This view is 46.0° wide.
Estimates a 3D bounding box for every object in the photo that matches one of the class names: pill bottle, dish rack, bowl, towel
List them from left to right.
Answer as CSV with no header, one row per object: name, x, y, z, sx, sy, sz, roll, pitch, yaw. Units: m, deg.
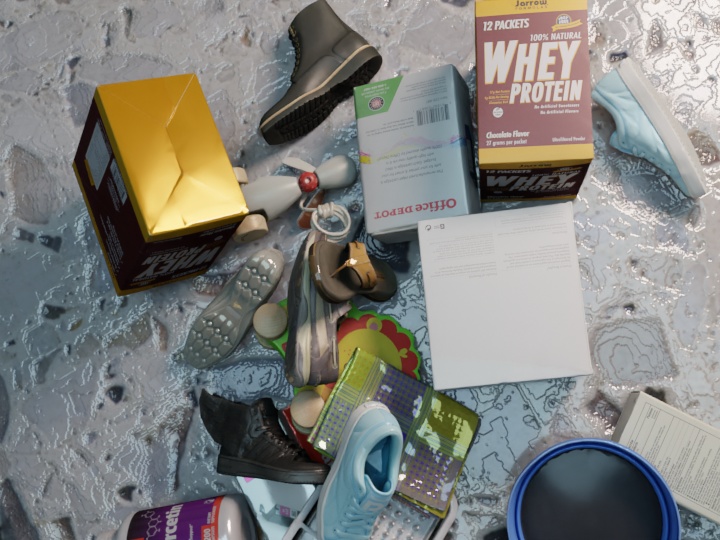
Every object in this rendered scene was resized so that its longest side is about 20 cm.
pill bottle,-0.237,0.360,1.094,0.196,0.112,0.115,-12,80,6
dish rack,0.011,0.325,1.068,0.170,0.044,0.201,35,71,4
towel,0.048,0.203,1.062,0.198,0.023,0.145,31,75,-7
bowl,0.271,0.297,1.000,0.196,0.039,0.206,0,91,13

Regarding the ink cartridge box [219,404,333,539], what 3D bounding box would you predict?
ink cartridge box,-0.065,0.272,1.116,0.172,0.044,0.202,-32,78,5

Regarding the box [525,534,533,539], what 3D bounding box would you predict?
box,0.245,0.358,1.054,0.117,0.048,0.201,42,91,12

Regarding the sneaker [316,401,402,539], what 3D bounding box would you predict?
sneaker,0.000,0.260,0.981,0.072,0.082,0.205,9,97,-20

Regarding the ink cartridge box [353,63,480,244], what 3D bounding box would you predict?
ink cartridge box,0.076,-0.147,1.119,0.142,0.087,0.205,-9,78,20

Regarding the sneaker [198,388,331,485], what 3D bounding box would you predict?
sneaker,-0.121,0.210,1.074,0.196,0.060,0.107,0,76,26

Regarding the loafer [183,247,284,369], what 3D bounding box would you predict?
loafer,-0.168,0.053,1.153,0.070,0.070,0.200,42,107,0

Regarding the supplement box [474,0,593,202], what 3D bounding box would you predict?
supplement box,0.211,-0.205,1.060,0.130,0.200,0.202,-1,81,9

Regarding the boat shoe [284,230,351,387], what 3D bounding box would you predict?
boat shoe,-0.053,0.051,1.078,0.072,0.074,0.205,10,72,-18

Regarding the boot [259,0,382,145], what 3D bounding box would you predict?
boot,-0.086,-0.281,1.189,0.199,0.078,0.139,-36,74,-11

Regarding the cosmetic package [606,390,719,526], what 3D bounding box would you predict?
cosmetic package,0.406,0.237,1.031,0.197,0.073,0.105,27,88,12

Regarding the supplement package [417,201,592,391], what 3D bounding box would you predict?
supplement package,0.176,0.039,1.057,0.187,0.147,0.205,-6,81,8

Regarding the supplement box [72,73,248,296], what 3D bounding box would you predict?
supplement box,-0.265,-0.106,1.097,0.131,0.200,0.201,-16,77,-32

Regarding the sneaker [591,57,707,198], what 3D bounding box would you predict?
sneaker,0.373,-0.172,1.107,0.081,0.074,0.202,-35,82,33

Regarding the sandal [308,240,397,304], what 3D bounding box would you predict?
sandal,0.000,0.000,1.064,0.054,0.199,0.083,-28,68,27

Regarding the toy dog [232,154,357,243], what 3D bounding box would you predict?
toy dog,-0.105,-0.097,1.164,0.195,0.096,0.135,3,79,-6

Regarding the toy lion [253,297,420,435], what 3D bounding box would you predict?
toy lion,-0.023,0.112,1.115,0.189,0.069,0.203,-23,72,-11
